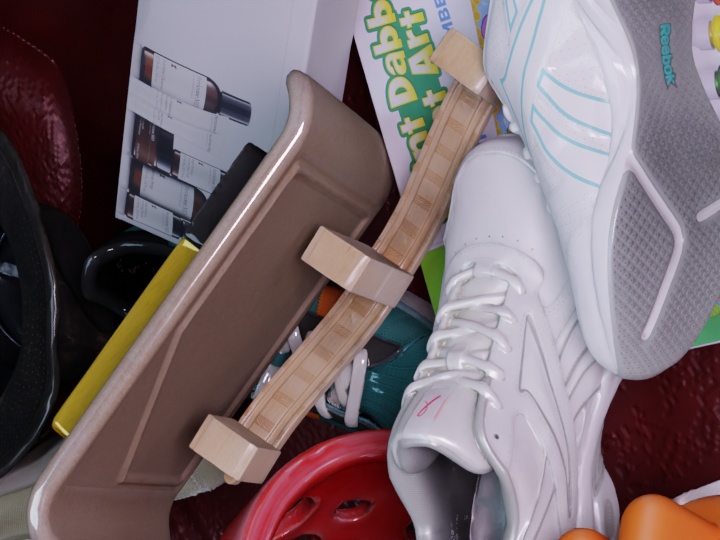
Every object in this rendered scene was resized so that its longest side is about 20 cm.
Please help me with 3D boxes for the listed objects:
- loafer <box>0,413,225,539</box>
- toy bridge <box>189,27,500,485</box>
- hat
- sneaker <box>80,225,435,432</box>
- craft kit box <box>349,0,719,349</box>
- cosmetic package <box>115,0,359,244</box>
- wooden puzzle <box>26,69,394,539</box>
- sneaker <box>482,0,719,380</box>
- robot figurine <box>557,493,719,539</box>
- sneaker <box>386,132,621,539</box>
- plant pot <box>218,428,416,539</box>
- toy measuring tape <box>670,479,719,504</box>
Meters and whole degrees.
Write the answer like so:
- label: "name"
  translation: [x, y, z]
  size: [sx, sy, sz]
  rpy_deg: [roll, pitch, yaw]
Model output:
- label: "loafer"
  translation: [-0.130, 0.103, 1.316]
  size: [0.200, 0.076, 0.068]
  rpy_deg: [-30, 98, 47]
- label: "toy bridge"
  translation: [0.000, 0.000, 1.104]
  size: [0.027, 0.067, 0.200]
  rpy_deg: [33, 94, 18]
- label: "hat"
  translation: [-0.167, 0.019, 1.321]
  size: [0.200, 0.081, 0.202]
  rpy_deg: [-9, 78, 52]
- label: "sneaker"
  translation: [-0.039, 0.033, 1.214]
  size: [0.200, 0.080, 0.072]
  rpy_deg: [24, 116, 34]
- label: "craft kit box"
  translation: [0.095, -0.063, 1.101]
  size: [0.197, 0.048, 0.201]
  rpy_deg: [-17, 90, 45]
- label: "cosmetic package"
  translation: [-0.049, -0.093, 1.147]
  size: [0.082, 0.051, 0.201]
  rpy_deg: [22, 132, 14]
- label: "wooden puzzle"
  translation: [-0.059, 0.020, 1.089]
  size: [0.037, 0.185, 0.200]
  rpy_deg: [31, 91, 11]
- label: "sneaker"
  translation: [0.090, -0.059, 1.041]
  size: [0.080, 0.070, 0.201]
  rpy_deg: [-3, 93, 49]
- label: "robot figurine"
  translation: [0.155, 0.159, 1.026]
  size: [0.144, 0.200, 0.117]
  rpy_deg: [-53, 24, 10]
- label: "sneaker"
  translation: [0.053, 0.044, 1.058]
  size: [0.078, 0.099, 0.201]
  rpy_deg: [-7, 82, 36]
- label: "plant pot"
  translation: [0.005, 0.194, 1.151]
  size: [0.201, 0.200, 0.183]
  rpy_deg: [53, 138, 17]
- label: "toy measuring tape"
  translation: [0.174, 0.083, 1.052]
  size: [0.200, 0.073, 0.074]
  rpy_deg: [-22, 87, 42]
